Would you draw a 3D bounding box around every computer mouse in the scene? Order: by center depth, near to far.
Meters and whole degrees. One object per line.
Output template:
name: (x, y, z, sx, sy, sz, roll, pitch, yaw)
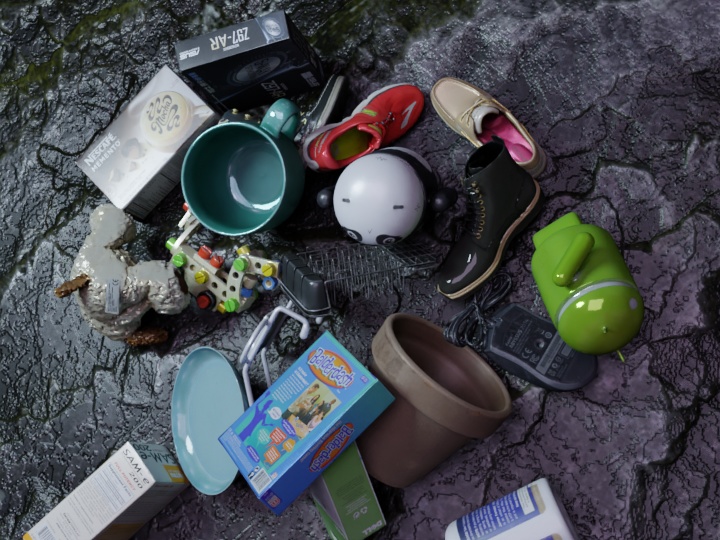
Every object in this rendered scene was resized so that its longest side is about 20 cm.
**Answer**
computer mouse: (0.222, 0.095, 1.527, 0.199, 0.053, 0.139, 33, 67, 18)

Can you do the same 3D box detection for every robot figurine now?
robot figurine: (0.291, 0.022, 1.473, 0.115, 0.175, 0.201, -30, 48, 15)
robot figurine: (0.036, -0.098, 1.528, 0.150, 0.200, 0.125, -38, 90, 17)

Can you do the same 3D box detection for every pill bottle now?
pill bottle: (0.174, 0.359, 1.460, 0.199, 0.120, 0.120, -27, 75, 8)

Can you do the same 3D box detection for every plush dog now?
plush dog: (-0.351, 0.035, 1.620, 0.160, 0.172, 0.200, -36, 69, -27)

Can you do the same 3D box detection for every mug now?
mug: (-0.139, -0.132, 1.563, 0.184, 0.114, 0.153, -21, 89, 17)

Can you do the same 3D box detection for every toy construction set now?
toy construction set: (-0.204, -0.017, 1.631, 0.200, 0.092, 0.131, 45, 117, 24)

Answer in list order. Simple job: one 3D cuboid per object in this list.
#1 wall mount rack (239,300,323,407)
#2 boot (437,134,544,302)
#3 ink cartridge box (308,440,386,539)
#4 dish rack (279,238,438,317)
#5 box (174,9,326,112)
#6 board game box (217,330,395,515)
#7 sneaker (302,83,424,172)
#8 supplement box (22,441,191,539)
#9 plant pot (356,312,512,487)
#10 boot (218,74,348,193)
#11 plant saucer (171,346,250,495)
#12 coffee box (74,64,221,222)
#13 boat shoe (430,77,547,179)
wall mount rack: (-0.115, 0.123, 1.545, 0.074, 0.200, 0.174, 28, 100, 4)
boot: (0.147, -0.071, 1.518, 0.077, 0.138, 0.200, 27, 77, 41)
ink cartridge box: (-0.025, 0.286, 1.489, 0.059, 0.201, 0.104, -29, 30, -17)
dish rack: (0.000, 0.000, 1.538, 0.199, 0.153, 0.055, -11, 110, -16)
box: (-0.149, -0.287, 1.609, 0.159, 0.200, 0.044, -15, 77, 10)
board game box: (-0.070, 0.184, 1.423, 0.200, 0.045, 0.152, -45, 33, -4)
sneaker: (0.017, -0.191, 1.586, 0.200, 0.085, 0.077, -35, 112, -17)
supplement box: (-0.348, 0.330, 1.587, 0.200, 0.126, 0.074, -42, 72, 3)
plant pot: (0.069, 0.183, 1.493, 0.200, 0.200, 0.175, 42, 108, 16)
boot: (-0.118, -0.211, 1.649, 0.153, 0.073, 0.204, 26, 91, 11)
plant saucer: (-0.201, 0.205, 1.574, 0.200, 0.027, 0.202, -1, 88, 52)
coffee box: (-0.305, -0.185, 1.690, 0.200, 0.080, 0.113, -46, 75, 2)
boat shoe: (0.175, -0.206, 1.584, 0.200, 0.069, 0.074, 40, 91, 16)
